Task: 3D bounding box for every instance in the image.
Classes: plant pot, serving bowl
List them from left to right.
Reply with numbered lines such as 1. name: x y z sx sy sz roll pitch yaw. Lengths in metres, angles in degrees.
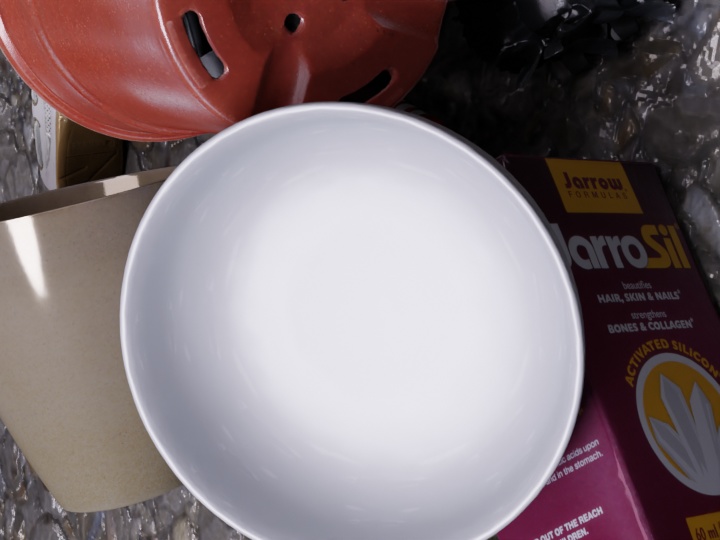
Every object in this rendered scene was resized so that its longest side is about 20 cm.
1. plant pot: -0.177 0.049 1.024 0.187 0.187 0.200 -1 104 50
2. plant pot: -0.064 -0.149 0.761 0.195 0.201 0.201 24 110 60
3. serving bowl: 0.000 0.024 0.668 0.200 0.066 0.200 4 104 16

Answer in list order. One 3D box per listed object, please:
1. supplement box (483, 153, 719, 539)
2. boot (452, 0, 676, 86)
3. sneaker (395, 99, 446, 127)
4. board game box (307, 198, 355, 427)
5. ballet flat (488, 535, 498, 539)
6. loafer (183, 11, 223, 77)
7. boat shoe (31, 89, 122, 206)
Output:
1. supplement box: 0.109 0.054 0.716 0.086 0.110 0.200 -38 63 43
2. boot: 0.105 -0.200 0.748 0.162 0.073 0.198 -27 69 53
3. sneaker: 0.000 0.000 0.871 0.115 0.078 0.200 25 111 48
4. board game box: -0.016 0.030 0.788 0.151 0.046 0.200 -165 63 -69
5. ballet flat: 0.073 0.150 0.804 0.200 0.074 0.074 34 117 38
6. loafer: -0.077 -0.117 0.962 0.068 0.070 0.201 -25 73 48
7. boat shoe: -0.206 -0.143 1.115 0.069 0.071 0.200 27 113 46
